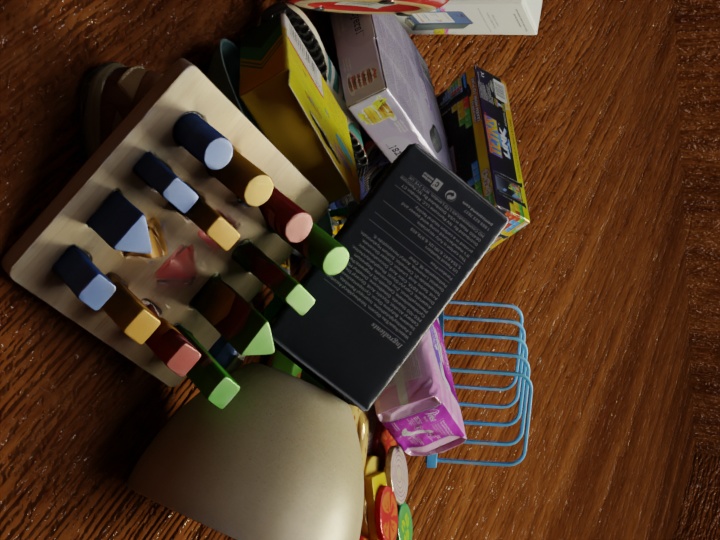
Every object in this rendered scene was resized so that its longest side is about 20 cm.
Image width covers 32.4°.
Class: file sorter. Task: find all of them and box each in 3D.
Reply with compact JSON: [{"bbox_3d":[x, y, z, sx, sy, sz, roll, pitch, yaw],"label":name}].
[{"bbox_3d":[0.145,0.137,1.550,0.200,0.122,0.140,-83,176,-66],"label":"file sorter"}]

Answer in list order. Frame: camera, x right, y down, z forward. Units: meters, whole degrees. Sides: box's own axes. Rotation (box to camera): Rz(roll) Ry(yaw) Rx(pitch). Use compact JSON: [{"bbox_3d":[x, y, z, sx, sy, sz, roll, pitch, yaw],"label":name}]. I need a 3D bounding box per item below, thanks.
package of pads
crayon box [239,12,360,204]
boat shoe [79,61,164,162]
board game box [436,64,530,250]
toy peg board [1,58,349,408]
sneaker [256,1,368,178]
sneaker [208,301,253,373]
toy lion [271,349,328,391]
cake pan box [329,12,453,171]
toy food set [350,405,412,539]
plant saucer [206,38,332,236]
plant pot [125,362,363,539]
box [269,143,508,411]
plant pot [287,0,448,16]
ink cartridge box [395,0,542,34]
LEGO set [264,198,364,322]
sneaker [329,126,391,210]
[{"bbox_3d":[0.048,0.084,1.302,0.121,0.075,0.201,55,19,-53],"label":"package of pads"},{"bbox_3d":[-0.055,-0.138,1.095,0.127,0.051,0.200,58,10,-25],"label":"crayon box"},{"bbox_3d":[-0.172,-0.060,0.968,0.076,0.073,0.202,-30,121,-61],"label":"boat shoe"},{"bbox_3d":[0.102,-0.102,1.391,0.056,0.165,0.201,22,47,-34],"label":"board game box"},{"bbox_3d":[-0.118,-0.011,0.925,0.200,0.098,0.199,-50,138,-4],"label":"toy peg board"},{"bbox_3d":[-0.054,-0.183,1.242,0.094,0.070,0.200,-104,168,-59],"label":"sneaker"},{"bbox_3d":[-0.136,-0.012,1.047,0.111,0.076,0.201,41,53,-67],"label":"sneaker"},{"bbox_3d":[-0.042,0.128,1.313,0.200,0.068,0.193,60,34,-50],"label":"toy lion"},{"bbox_3d":[0.032,-0.203,1.321,0.184,0.052,0.201,49,25,-52],"label":"cake pan box"},{"bbox_3d":[0.004,0.209,1.255,0.198,0.048,0.202,2,81,-72],"label":"toy food set"},{"bbox_3d":[-0.087,-0.109,1.107,0.201,0.036,0.200,61,9,-16],"label":"plant saucer"},{"bbox_3d":[-0.076,0.156,1.030,0.135,0.199,0.200,-66,152,-10],"label":"plant pot"},{"bbox_3d":[0.016,0.009,1.069,0.200,0.107,0.148,-53,-177,-7],"label":"box"},{"bbox_3d":[0.003,-0.339,1.163,0.200,0.199,0.184,-10,104,-65],"label":"plant pot"},{"bbox_3d":[0.105,-0.346,1.386,0.087,0.199,0.146,41,56,-64],"label":"ink cartridge box"},{"bbox_3d":[0.000,0.000,1.241,0.116,0.199,0.155,30,43,-65],"label":"LEGO set"},{"bbox_3d":[0.018,-0.109,1.374,0.200,0.078,0.076,-61,146,-42],"label":"sneaker"}]
